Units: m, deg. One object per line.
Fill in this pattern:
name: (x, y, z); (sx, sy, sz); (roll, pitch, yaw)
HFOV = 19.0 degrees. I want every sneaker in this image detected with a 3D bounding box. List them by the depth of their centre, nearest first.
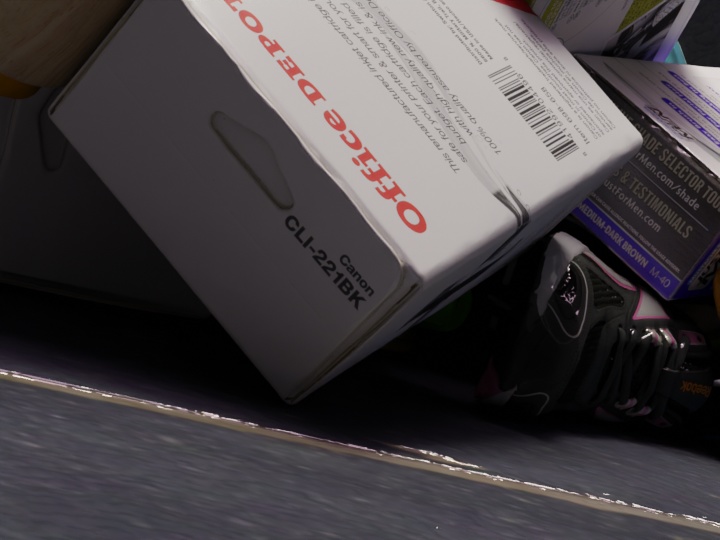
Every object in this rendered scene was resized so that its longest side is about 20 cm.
sneaker: (0.115, 0.033, 0.952); (0.086, 0.080, 0.200); (26, 12, 14)
sneaker: (0.120, -0.001, 1.110); (0.200, 0.074, 0.081); (19, 23, -19)

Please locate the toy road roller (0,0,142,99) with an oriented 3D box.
toy road roller: (-0.072, -0.147, 0.828); (0.146, 0.123, 0.200); (27, 41, -24)

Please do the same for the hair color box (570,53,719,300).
hair color box: (0.169, -0.046, 1.043); (0.109, 0.065, 0.200); (44, 22, 23)

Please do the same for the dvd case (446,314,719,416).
dvd case: (0.134, 0.047, 1.204); (0.200, 0.018, 0.143); (17, 4, 29)

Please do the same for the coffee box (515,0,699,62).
coffee box: (0.050, -0.181, 1.016); (0.198, 0.200, 0.200); (-33, 72, -36)

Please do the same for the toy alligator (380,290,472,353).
toy alligator: (0.000, 0.000, 1.077); (0.054, 0.059, 0.200); (12, 5, -36)

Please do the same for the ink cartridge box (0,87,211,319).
ink cartridge box: (-0.147, -0.075, 0.977); (0.145, 0.145, 0.200); (13, 5, -26)

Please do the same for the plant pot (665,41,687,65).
plant pot: (0.048, -0.076, 1.182); (0.188, 0.200, 0.200); (3, 10, -39)

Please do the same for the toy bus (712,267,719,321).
toy bus: (0.211, 0.028, 0.991); (0.078, 0.065, 0.200); (-15, -17, 12)

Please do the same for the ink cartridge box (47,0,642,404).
ink cartridge box: (0.000, -0.055, 0.826); (0.144, 0.084, 0.200); (50, 34, 7)
